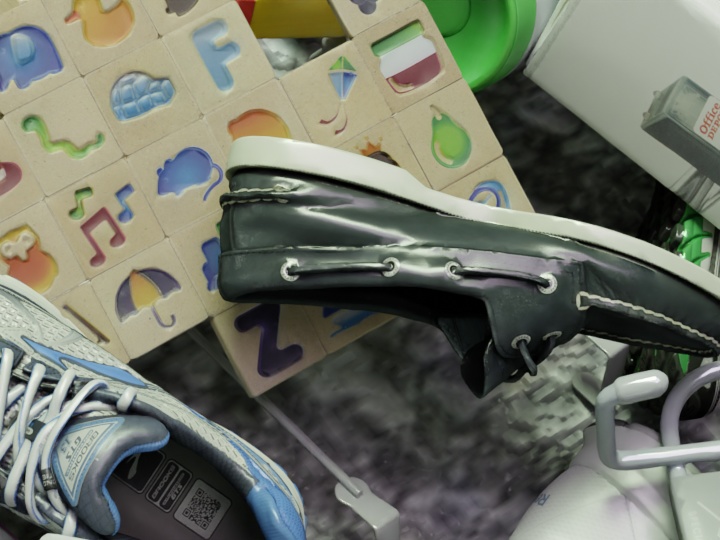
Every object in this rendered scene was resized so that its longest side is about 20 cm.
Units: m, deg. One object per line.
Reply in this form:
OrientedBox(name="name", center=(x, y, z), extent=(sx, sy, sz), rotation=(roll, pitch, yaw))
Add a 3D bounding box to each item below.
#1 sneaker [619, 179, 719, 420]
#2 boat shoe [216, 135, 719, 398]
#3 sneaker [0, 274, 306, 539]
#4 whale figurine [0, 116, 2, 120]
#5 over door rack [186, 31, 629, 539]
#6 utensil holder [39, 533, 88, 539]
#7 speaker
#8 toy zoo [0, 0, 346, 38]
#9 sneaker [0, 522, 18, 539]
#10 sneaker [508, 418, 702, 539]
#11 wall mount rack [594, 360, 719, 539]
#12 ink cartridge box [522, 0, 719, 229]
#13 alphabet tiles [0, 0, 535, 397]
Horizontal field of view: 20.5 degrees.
OrientedBox(name="sneaker", center=(0.165, -0.017, 0.848), extent=(0.085, 0.078, 0.201), rotation=(25, 54, 1))
OrientedBox(name="boat shoe", center=(0.041, 0.011, 0.714), extent=(0.198, 0.074, 0.067), rotation=(18, 76, -10))
OrientedBox(name="sneaker", center=(-0.099, 0.053, 0.670), extent=(0.199, 0.085, 0.078), rotation=(27, 84, -13))
OrientedBox(name="whale figurine", center=(-0.199, -0.047, 0.759), extent=(0.198, 0.104, 0.160), rotation=(-11, 60, -31))
OrientedBox(name="over door rack", center=(0.000, 0.000, 0.798), extent=(0.147, 0.067, 0.200), rotation=(-32, 70, -30))
OrientedBox(name="utensil holder", center=(-0.021, 0.181, 0.613), extent=(0.198, 0.171, 0.171), rotation=(13, 54, -3))
OrientedBox(name="speaker", center=(0.056, -0.144, 0.861), extent=(0.088, 0.089, 0.200), rotation=(28, 32, 4))
OrientedBox(name="toy zoo", center=(-0.085, -0.136, 0.847), extent=(0.199, 0.021, 0.131), rotation=(-6, 36, -36))
OrientedBox(name="sneaker", center=(-0.213, 0.103, 0.670), extent=(0.198, 0.080, 0.089), rotation=(12, 79, -23))
OrientedBox(name="sneaker", center=(0.135, 0.151, 0.744), extent=(0.087, 0.075, 0.200), rotation=(-41, 72, -14))
OrientedBox(name="wall mount rack", center=(0.174, 0.089, 0.671), extent=(0.172, 0.075, 0.201), rotation=(-8, 51, 0))
OrientedBox(name="ink cartridge box", center=(0.186, -0.077, 0.808), extent=(0.200, 0.085, 0.146), rotation=(40, 44, 5))
OrientedBox(name="alphabet tiles", center=(-0.052, -0.042, 0.740), extent=(0.199, 0.008, 0.168), rotation=(-29, 92, -15))
